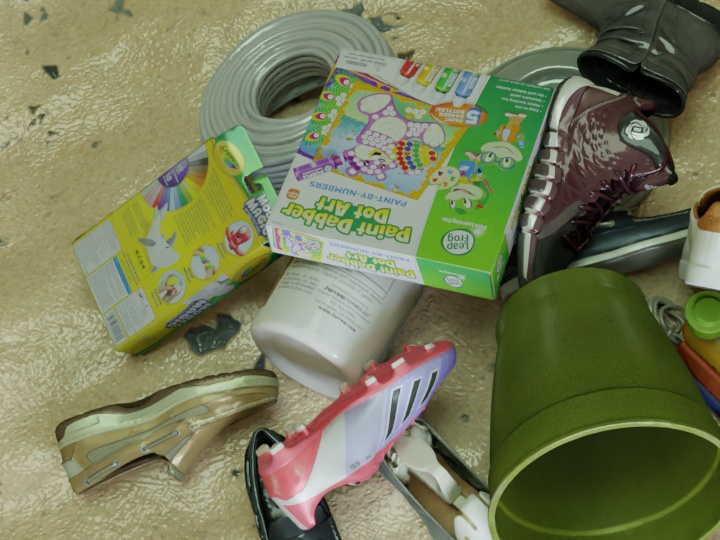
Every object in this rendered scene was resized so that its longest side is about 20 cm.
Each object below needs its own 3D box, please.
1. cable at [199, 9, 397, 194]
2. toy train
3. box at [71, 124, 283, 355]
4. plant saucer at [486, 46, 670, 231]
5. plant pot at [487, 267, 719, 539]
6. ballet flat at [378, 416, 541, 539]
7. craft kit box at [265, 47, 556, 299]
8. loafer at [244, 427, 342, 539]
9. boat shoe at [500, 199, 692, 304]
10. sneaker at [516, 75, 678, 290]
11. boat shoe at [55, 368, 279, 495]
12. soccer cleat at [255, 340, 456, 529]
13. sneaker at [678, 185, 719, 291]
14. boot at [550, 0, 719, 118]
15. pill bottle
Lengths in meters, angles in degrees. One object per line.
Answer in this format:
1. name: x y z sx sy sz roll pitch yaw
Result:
1. cable: -0.056 -0.150 1.884 0.199 0.069 0.200 29 70 39
2. toy train: 0.281 0.053 1.697 0.084 0.116 0.200 -38 61 -12
3. box: -0.151 -0.028 1.809 0.199 0.048 0.118 -35 67 22
4. plant saucer: 0.178 -0.128 1.858 0.198 0.050 0.202 -4 61 8
5. plant pot: 0.184 0.109 1.655 0.199 0.201 0.194 -13 48 3
6. ballet flat: 0.078 0.191 1.688 0.067 0.064 0.200 -40 62 -13
7. craft kit box: 0.045 -0.085 1.735 0.198 0.049 0.199 12 61 16
8. loafer: -0.051 0.220 1.691 0.068 0.071 0.202 -22 59 -2
9. boat shoe: 0.210 -0.025 1.783 0.199 0.075 0.062 -19 70 10
10. sneaker: 0.201 -0.061 1.716 0.115 0.076 0.202 11 78 17
11. boat shoe: -0.158 0.143 1.766 0.199 0.072 0.077 -18 73 8
12. soccer cleat: 0.005 0.128 1.680 0.199 0.067 0.077 -34 101 -24
13. sneaker: 0.301 -0.024 1.689 0.072 0.200 0.085 9 92 7
14. boot: 0.227 -0.218 1.863 0.199 0.070 0.132 25 45 24
15. pill bottle: 0.000 0.000 1.781 0.114 0.115 0.201 23 67 21
